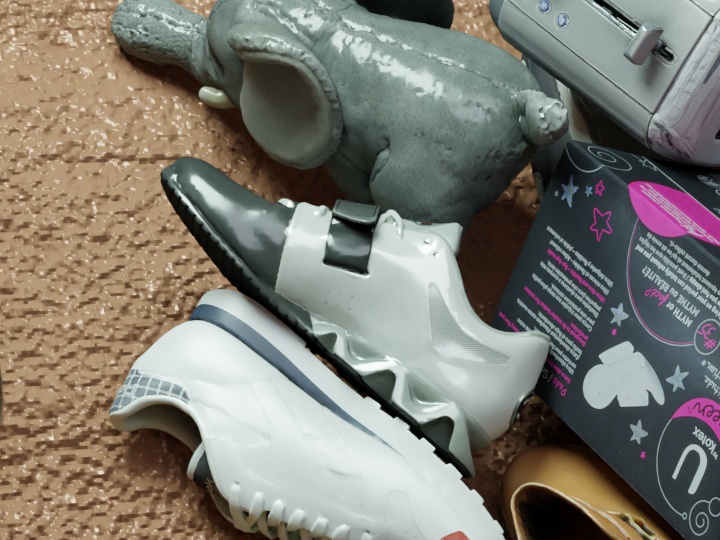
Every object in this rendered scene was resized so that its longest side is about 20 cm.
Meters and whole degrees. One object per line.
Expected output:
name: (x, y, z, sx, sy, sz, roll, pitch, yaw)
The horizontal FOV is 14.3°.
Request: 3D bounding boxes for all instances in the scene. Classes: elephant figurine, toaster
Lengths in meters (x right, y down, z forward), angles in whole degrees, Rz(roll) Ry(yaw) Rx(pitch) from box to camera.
elephant figurine: (-0.016, -0.097, 1.381, 0.200, 0.155, 0.142, 41, 17, -4)
toaster: (0.168, -0.123, 1.402, 0.129, 0.114, 0.200, 45, 26, 28)

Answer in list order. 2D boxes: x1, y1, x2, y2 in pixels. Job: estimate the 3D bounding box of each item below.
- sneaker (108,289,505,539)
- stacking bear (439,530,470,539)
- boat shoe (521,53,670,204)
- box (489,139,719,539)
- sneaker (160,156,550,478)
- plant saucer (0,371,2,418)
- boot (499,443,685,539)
sneaker: (-0.020, 0.097, 1.306, 0.200, 0.076, 0.081, 36, 62, 15)
stacking bear: (-0.023, 0.205, 1.200, 0.200, 0.114, 0.121, -16, 25, -16)
boat shoe: (0.111, -0.091, 1.484, 0.074, 0.060, 0.200, 10, 52, -37)
box: (0.172, 0.042, 1.314, 0.132, 0.115, 0.200, 9, 23, -36)
sneaker: (0.000, 0.000, 1.325, 0.200, 0.074, 0.089, 39, 84, 2)
plant saucer: (-0.255, 0.039, 1.278, 0.200, 0.037, 0.201, 10, 54, -14)
boot: (0.101, 0.121, 1.253, 0.200, 0.074, 0.155, 42, 5, 39)
